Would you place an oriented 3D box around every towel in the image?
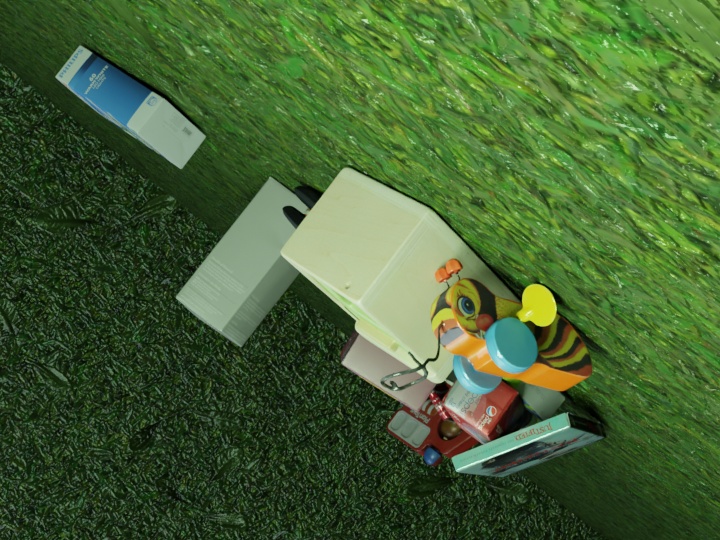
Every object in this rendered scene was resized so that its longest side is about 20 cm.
[{"bbox_3d":[0.085,0.123,1.769,0.200,0.022,0.145,60,-173,13],"label":"towel"}]

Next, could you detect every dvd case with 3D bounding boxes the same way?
[{"bbox_3d":[0.206,0.210,1.494,0.200,0.146,0.022,25,-136,-66],"label":"dvd case"}]

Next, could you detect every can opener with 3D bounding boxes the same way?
[{"bbox_3d":[-0.037,-0.047,1.382,0.079,0.063,0.200,40,173,-35],"label":"can opener"}]

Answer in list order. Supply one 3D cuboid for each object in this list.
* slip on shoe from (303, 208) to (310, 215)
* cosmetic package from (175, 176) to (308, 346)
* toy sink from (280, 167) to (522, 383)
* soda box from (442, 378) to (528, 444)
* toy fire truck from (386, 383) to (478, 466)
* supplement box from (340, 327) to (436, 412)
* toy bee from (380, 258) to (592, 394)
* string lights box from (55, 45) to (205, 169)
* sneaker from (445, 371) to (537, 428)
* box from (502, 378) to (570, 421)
[{"bbox_3d":[0.000,0.000,1.559,0.200,0.061,0.074,37,173,-13],"label":"slip on shoe"},{"bbox_3d":[-0.135,-0.010,1.616,0.090,0.200,0.107,33,171,17],"label":"cosmetic package"},{"bbox_3d":[0.044,0.018,1.157,0.130,0.112,0.200,32,172,47],"label":"toy sink"},{"bbox_3d":[0.151,0.167,1.488,0.070,0.064,0.200,34,174,18],"label":"soda box"},{"bbox_3d":[0.146,0.246,2.119,0.112,0.168,0.200,40,174,-35],"label":"toy fire truck"},{"bbox_3d":[0.041,0.102,1.527,0.110,0.086,0.200,33,178,0],"label":"supplement box"},{"bbox_3d":[0.108,0.042,1.056,0.200,0.131,0.109,20,-127,-50],"label":"toy bee"},{"bbox_3d":[-0.308,-0.220,1.673,0.200,0.059,0.103,33,175,37],"label":"string lights box"},{"bbox_3d":[0.160,0.136,1.687,0.200,0.066,0.091,43,162,30],"label":"sneaker"},{"bbox_3d":[0.167,0.110,1.496,0.122,0.048,0.200,34,173,37],"label":"box"}]
